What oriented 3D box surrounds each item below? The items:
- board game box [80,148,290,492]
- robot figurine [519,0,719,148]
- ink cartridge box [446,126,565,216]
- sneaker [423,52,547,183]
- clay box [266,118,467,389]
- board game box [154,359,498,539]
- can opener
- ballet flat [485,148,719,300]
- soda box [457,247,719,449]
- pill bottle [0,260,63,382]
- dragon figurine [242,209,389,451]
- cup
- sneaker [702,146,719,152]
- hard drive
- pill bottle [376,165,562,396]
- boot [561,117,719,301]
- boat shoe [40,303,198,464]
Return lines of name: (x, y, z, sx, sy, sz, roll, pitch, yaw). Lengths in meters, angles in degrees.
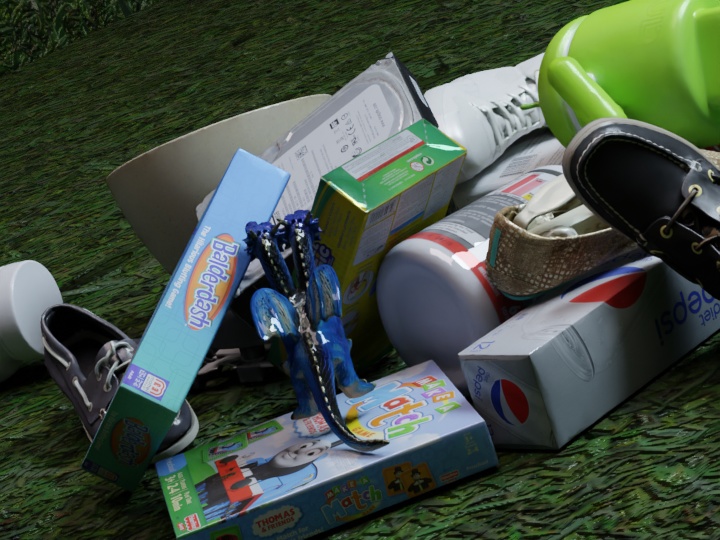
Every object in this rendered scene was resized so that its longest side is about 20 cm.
board game box: (-0.120, 0.036, 1.508, 0.200, 0.045, 0.152, -66, 5, -29)
robot figurine: (0.214, -0.141, 1.608, 0.200, 0.116, 0.175, -10, 1, 44)
ink cartridge box: (0.114, -0.051, 1.753, 0.200, 0.084, 0.145, -11, 17, 26)
sneaker: (0.119, -0.129, 1.720, 0.116, 0.074, 0.200, -17, 15, 18)
clay box: (0.000, 0.000, 1.540, 0.048, 0.200, 0.115, 38, 44, 20)
board game box: (-0.026, 0.123, 1.401, 0.200, 0.037, 0.151, -20, 15, -6)
can opener: (-0.134, 0.055, 1.711, 0.200, 0.067, 0.053, -4, 20, 27)
ballet flat: (0.168, -0.046, 1.431, 0.200, 0.065, 0.071, -28, 41, -22)
soda box: (0.154, 0.041, 1.414, 0.063, 0.068, 0.200, -2, 22, 47)
pill bottle: (-0.363, 0.052, 1.918, 0.200, 0.112, 0.112, -12, 16, 22)
dragon figurine: (-0.034, 0.036, 1.397, 0.059, 0.099, 0.200, -19, 32, 2)
cup: (-0.091, -0.043, 1.820, 0.200, 0.143, 0.200, -21, -3, -1)
sneaker: (0.343, -0.152, 1.860, 0.112, 0.071, 0.200, -1, 25, 41)
hard drive: (-0.030, -0.063, 1.656, 0.200, 0.038, 0.140, -38, 35, 13)
pill bottle: (0.118, -0.004, 1.524, 0.200, 0.116, 0.116, -30, 18, -33)
boot: (0.224, -0.014, 1.340, 0.073, 0.200, 0.151, -51, 21, 6)
boat shoe: (-0.186, 0.081, 1.630, 0.073, 0.063, 0.200, -34, 33, -15)
